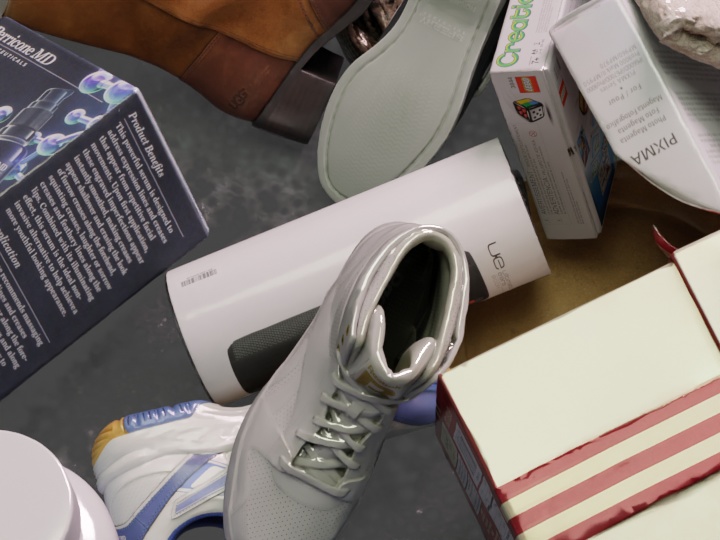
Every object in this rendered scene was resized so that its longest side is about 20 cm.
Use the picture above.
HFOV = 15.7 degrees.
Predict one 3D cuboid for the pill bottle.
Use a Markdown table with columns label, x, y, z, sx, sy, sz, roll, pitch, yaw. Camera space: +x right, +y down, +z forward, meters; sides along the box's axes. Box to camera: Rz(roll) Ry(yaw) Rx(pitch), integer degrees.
| label | x | y | z | sx | sy | sz | roll | pitch | yaw |
| --- | --- | --- | --- | --- | --- | --- | --- | --- | --- |
| pill bottle | -0.167 | 0.159 | 1.271 | 0.111 | 0.200 | 0.113 | -2 | 59 | 3 |

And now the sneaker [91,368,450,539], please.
| label | x | y | z | sx | sy | sz | roll | pitch | yaw |
| --- | --- | --- | --- | --- | --- | --- | --- | --- | --- |
| sneaker | -0.039 | 0.105 | 1.382 | 0.199 | 0.075 | 0.089 | -15 | 77 | -3 |

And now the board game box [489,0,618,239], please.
| label | x | y | z | sx | sy | sz | roll | pitch | yaw |
| --- | --- | --- | --- | --- | --- | --- | --- | --- | --- |
| board game box | 0.121 | -0.133 | 1.449 | 0.034 | 0.127 | 0.201 | -2 | 46 | 21 |

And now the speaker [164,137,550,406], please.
| label | x | y | z | sx | sy | sz | roll | pitch | yaw |
| --- | --- | --- | --- | --- | --- | --- | --- | --- | --- |
| speaker | 0.000 | 0.000 | 1.405 | 0.199 | 0.081 | 0.082 | -22 | 60 | 3 |

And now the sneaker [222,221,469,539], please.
| label | x | y | z | sx | sy | sz | roll | pitch | yaw |
| --- | --- | --- | --- | --- | --- | --- | --- | --- | --- |
| sneaker | -0.009 | 0.065 | 1.296 | 0.073 | 0.116 | 0.201 | 24 | 85 | -7 |

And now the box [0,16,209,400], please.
| label | x | y | z | sx | sy | sz | roll | pitch | yaw |
| --- | --- | --- | --- | --- | --- | --- | --- | --- | --- |
| box | -0.211 | -0.023 | 1.408 | 0.200 | 0.107 | 0.148 | -39 | 39 | -19 |

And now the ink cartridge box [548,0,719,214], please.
| label | x | y | z | sx | sy | sz | roll | pitch | yaw |
| --- | --- | --- | --- | --- | --- | --- | --- | --- | --- |
| ink cartridge box | 0.186 | -0.051 | 1.391 | 0.057 | 0.162 | 0.201 | -26 | 83 | 21 |

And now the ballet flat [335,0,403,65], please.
| label | x | y | z | sx | sy | sz | roll | pitch | yaw |
| --- | --- | --- | --- | --- | --- | --- | --- | --- | --- |
| ballet flat | -0.026 | -0.200 | 1.565 | 0.067 | 0.046 | 0.201 | -25 | 61 | -12 |

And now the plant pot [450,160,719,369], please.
| label | x | y | z | sx | sy | sz | roll | pitch | yaw |
| --- | --- | --- | --- | --- | --- | --- | --- | --- | --- |
| plant pot | 0.139 | 0.031 | 1.431 | 0.198 | 0.028 | 0.201 | -2 | 58 | 2 |

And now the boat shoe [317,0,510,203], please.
| label | x | y | z | sx | sy | sz | roll | pitch | yaw |
| --- | --- | --- | --- | --- | --- | --- | --- | --- | --- |
| boat shoe | 0.044 | -0.122 | 1.473 | 0.075 | 0.060 | 0.201 | 38 | 108 | 14 |

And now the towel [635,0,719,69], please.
| label | x | y | z | sx | sy | sz | roll | pitch | yaw |
| --- | --- | --- | --- | --- | --- | --- | --- | --- | --- |
| towel | 0.219 | -0.137 | 1.386 | 0.199 | 0.035 | 0.133 | 17 | 33 | -29 |

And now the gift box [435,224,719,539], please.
| label | x | y | z | sx | sy | sz | roll | pitch | yaw |
| --- | --- | --- | --- | --- | --- | --- | --- | --- | --- |
| gift box | 0.146 | 0.081 | 1.283 | 0.186 | 0.185 | 0.201 | -24 | 82 | -5 |

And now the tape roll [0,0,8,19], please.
| label | x | y | z | sx | sy | sz | roll | pitch | yaw |
| --- | --- | --- | --- | --- | --- | --- | --- | --- | --- |
| tape roll | -0.292 | -0.184 | 1.538 | 0.201 | 0.037 | 0.204 | -9 | 66 | 21 |

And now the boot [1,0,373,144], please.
| label | x | y | z | sx | sy | sz | roll | pitch | yaw |
| --- | --- | --- | --- | --- | --- | --- | --- | --- | --- |
| boot | -0.085 | -0.190 | 1.476 | 0.199 | 0.189 | 0.069 | 24 | 28 | -5 |
